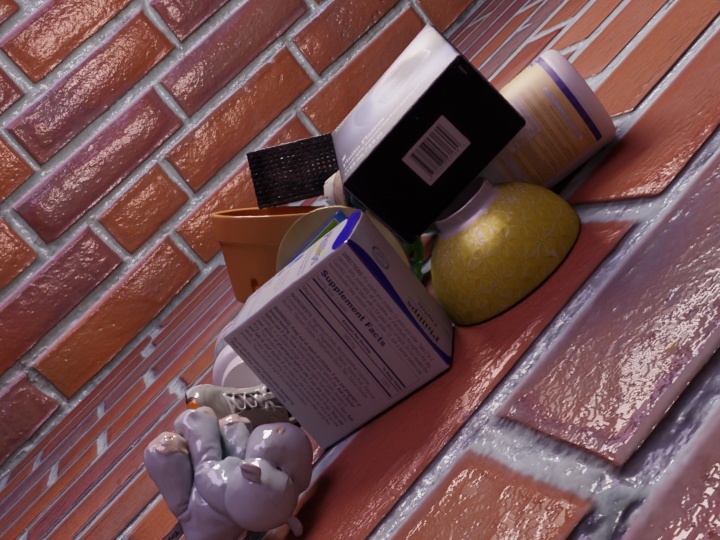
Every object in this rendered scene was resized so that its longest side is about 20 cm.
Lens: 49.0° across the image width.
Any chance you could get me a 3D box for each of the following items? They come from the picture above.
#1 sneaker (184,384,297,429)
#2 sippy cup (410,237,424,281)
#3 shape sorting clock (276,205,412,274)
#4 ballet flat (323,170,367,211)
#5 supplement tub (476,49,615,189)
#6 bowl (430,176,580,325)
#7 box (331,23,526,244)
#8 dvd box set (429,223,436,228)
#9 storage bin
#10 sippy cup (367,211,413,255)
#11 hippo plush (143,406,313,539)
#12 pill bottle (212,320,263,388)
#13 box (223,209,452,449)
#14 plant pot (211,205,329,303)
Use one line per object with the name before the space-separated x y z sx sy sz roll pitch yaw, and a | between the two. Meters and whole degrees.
sneaker | -0.142 0.171 1.015 0.091 0.077 0.199 -29 -24 18
sippy cup | 0.000 0.000 1.145 0.139 0.131 0.179 -27 20 46
shape sorting clock | -0.022 0.012 1.062 0.199 0.201 0.039 -36 3 23
ballet flat | -0.013 -0.111 1.117 0.066 0.070 0.200 2 5 17
supplement tub | 0.218 -0.172 1.047 0.199 0.146 0.146 -38 14 14
bowl | 0.150 -0.044 0.939 0.199 0.108 0.201 -39 14 12
box | 0.071 -0.174 0.976 0.200 0.123 0.199 -46 22 15
dvd box set | 0.166 -0.130 1.306 0.147 0.029 0.199 -47 15 -14
storage bin | -0.078 -0.171 1.309 0.196 0.096 0.135 -12 8 3
sippy cup | 0.013 -0.068 1.343 0.177 0.131 0.140 -34 16 29
hippo plush | -0.140 0.222 0.846 0.160 0.160 0.201 -30 18 42
pill bottle | -0.169 0.152 1.217 0.119 0.120 0.200 -42 13 0
box | -0.022 0.070 0.919 0.199 0.185 0.105 -36 13 23
plant pot | -0.136 -0.026 1.272 0.196 0.143 0.200 -2 9 0
